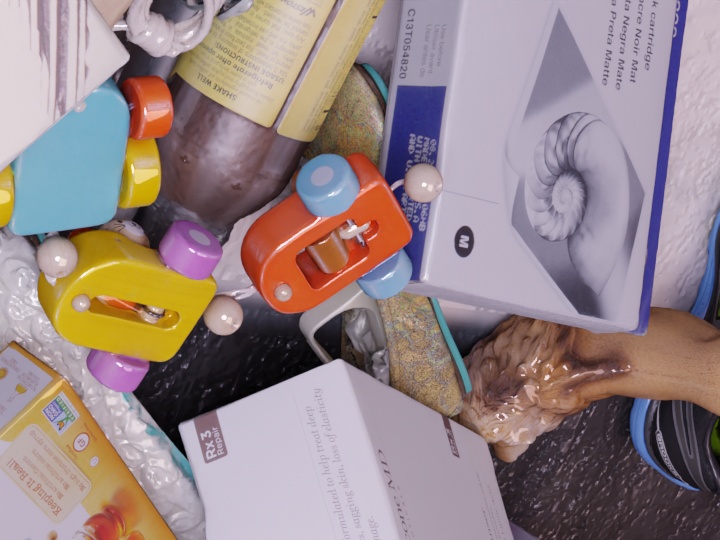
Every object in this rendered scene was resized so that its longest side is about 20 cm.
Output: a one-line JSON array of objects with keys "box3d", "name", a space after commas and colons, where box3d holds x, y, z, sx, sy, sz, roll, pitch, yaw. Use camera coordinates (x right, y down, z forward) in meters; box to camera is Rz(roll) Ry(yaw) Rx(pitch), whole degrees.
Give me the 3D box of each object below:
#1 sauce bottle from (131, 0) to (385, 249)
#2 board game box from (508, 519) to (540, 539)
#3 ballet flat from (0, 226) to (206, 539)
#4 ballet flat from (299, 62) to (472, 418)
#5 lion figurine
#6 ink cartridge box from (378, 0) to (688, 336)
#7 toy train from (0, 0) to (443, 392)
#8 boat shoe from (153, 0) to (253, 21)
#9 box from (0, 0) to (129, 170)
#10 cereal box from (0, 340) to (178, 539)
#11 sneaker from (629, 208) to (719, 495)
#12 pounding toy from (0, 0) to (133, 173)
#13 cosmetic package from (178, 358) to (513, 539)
[{"box3d": [-0.043, -0.073, 1.041, 0.065, 0.065, 0.200, 17, 106, -48], "name": "sauce bottle"}, {"box3d": [0.047, 0.222, 1.244, 0.043, 0.200, 0.199, 44, 84, -19], "name": "board game box"}, {"box3d": [-0.117, 0.059, 1.071, 0.072, 0.072, 0.200, -41, 132, -13], "name": "ballet flat"}, {"box3d": [0.000, 0.000, 1.139, 0.071, 0.071, 0.200, -36, 137, -19], "name": "ballet flat"}, {"box3d": [0.144, 0.041, 1.231, 0.122, 0.199, 0.073, -37, 116, -51], "name": "lion figurine"}, {"box3d": [0.091, -0.077, 1.126, 0.200, 0.040, 0.200, 10, 85, -48], "name": "ink cartridge box"}, {"box3d": [-0.066, -0.038, 0.972, 0.150, 0.056, 0.200, -37, 138, 2], "name": "toy train"}, {"box3d": [-0.048, -0.128, 0.964, 0.200, 0.075, 0.062, -37, 110, -3], "name": "boat shoe"}, {"box3d": [-0.152, -0.120, 0.728, 0.068, 0.082, 0.200, -42, 125, -12], "name": "box"}, {"box3d": [-0.162, 0.142, 0.990, 0.200, 0.039, 0.144, -45, 137, -15], "name": "cereal box"}, {"box3d": [0.207, 0.024, 1.336, 0.071, 0.083, 0.200, 4, 115, -45], "name": "sneaker"}, {"box3d": [-0.150, -0.135, 0.860, 0.184, 0.142, 0.200, 40, 86, -36], "name": "pounding toy"}, {"box3d": [0.006, 0.117, 1.128, 0.081, 0.113, 0.200, -22, 162, 13], "name": "cosmetic package"}]
